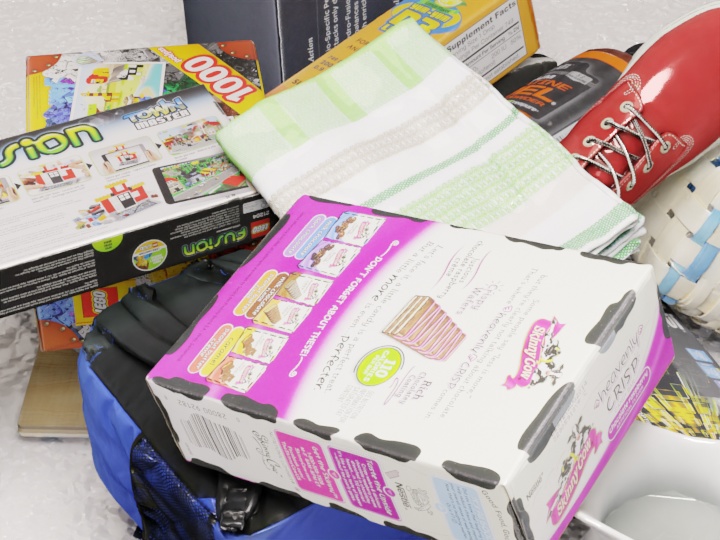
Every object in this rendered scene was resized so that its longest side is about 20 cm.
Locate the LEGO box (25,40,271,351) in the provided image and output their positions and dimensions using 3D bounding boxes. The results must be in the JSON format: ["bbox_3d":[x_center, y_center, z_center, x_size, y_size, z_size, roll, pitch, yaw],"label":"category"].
[{"bbox_3d":[-0.126,-0.050,1.112,0.148,0.078,0.201,-5,40,-7],"label":"LEGO box"}]

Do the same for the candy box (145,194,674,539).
[{"bbox_3d":[0.022,0.044,0.831,0.199,0.061,0.137,13,50,36],"label":"candy box"}]

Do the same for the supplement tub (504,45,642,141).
[{"bbox_3d":[0.144,-0.084,1.250,0.200,0.107,0.107,-32,48,-33],"label":"supplement tub"}]

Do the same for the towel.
[{"bbox_3d":[0.035,-0.048,0.975,0.149,0.031,0.200,-31,58,-22],"label":"towel"}]

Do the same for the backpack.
[{"bbox_3d":[-0.060,0.098,0.973,0.162,0.169,0.200,-21,46,-31],"label":"backpack"}]

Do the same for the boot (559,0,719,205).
[{"bbox_3d":[0.147,-0.063,1.029,0.072,0.200,0.144,45,28,0],"label":"boot"}]

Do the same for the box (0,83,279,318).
[{"bbox_3d":[-0.156,-0.037,1.009,0.199,0.035,0.110,-17,44,-19],"label":"box"}]

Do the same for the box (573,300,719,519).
[{"bbox_3d":[0.141,0.066,1.061,0.160,0.049,0.200,11,30,-32],"label":"box"}]

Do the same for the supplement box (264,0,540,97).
[{"bbox_3d":[0.028,-0.133,1.242,0.200,0.069,0.066,-36,44,-25],"label":"supplement box"}]

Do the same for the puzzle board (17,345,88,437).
[{"bbox_3d":[-0.104,0.055,1.156,0.199,0.017,0.151,1,37,2],"label":"puzzle board"}]

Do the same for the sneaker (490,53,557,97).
[{"bbox_3d":[0.053,-0.112,1.310,0.199,0.081,0.086,-23,42,-27],"label":"sneaker"}]

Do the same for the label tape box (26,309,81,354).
[{"bbox_3d":[-0.135,-0.006,1.171,0.143,0.066,0.200,-31,51,-33],"label":"label tape box"}]

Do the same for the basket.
[{"bbox_3d":[0.259,-0.026,1.162,0.199,0.139,0.177,21,26,-32],"label":"basket"}]

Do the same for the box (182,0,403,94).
[{"bbox_3d":[-0.019,-0.205,1.332,0.199,0.198,0.117,-30,46,-31],"label":"box"}]

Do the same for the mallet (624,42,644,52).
[{"bbox_3d":[0.295,-0.141,1.375,0.199,0.041,0.066,-2,37,-6],"label":"mallet"}]

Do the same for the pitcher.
[{"bbox_3d":[0.166,0.167,0.858,0.170,0.201,0.122,5,39,7],"label":"pitcher"}]
